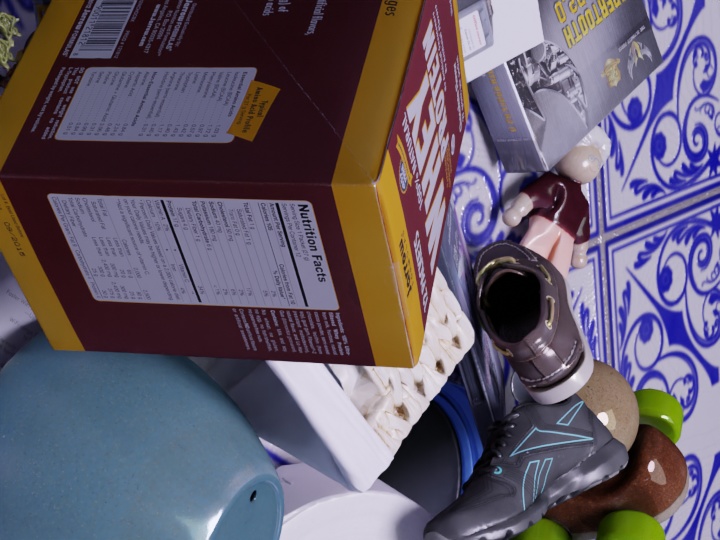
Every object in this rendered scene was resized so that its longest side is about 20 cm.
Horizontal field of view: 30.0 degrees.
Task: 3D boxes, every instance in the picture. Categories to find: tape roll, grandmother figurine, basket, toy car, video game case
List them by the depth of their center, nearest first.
[{"bbox_3d":[-0.044,0.024,0.823,0.123,0.200,0.136,-45,125,-19],"label":"basket"},{"bbox_3d":[-0.029,0.238,0.940,0.202,0.071,0.203,-7,105,-29],"label":"tape roll"},{"bbox_3d":[0.080,0.030,1.039,0.143,0.019,0.201,-78,151,-66],"label":"video game case"},{"bbox_3d":[0.168,0.127,1.096,0.200,0.157,0.165,59,35,-31],"label":"toy car"},{"bbox_3d":[0.169,-0.035,1.163,0.121,0.060,0.201,35,73,-55],"label":"grandmother figurine"}]

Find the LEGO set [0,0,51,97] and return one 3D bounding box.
[{"bbox_3d":[-0.223,-0.123,0.687,0.200,0.115,0.154,-66,154,-56],"label":"LEGO set"}]

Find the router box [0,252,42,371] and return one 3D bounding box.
[{"bbox_3d":[-0.257,0.032,0.721,0.200,0.049,0.180,40,67,-42],"label":"router box"}]

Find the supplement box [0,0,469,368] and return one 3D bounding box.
[{"bbox_3d":[-0.059,-0.070,0.697,0.133,0.199,0.198,77,21,-48],"label":"supplement box"}]

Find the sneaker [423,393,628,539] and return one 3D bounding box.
[{"bbox_3d":[0.107,0.144,0.959,0.200,0.075,0.079,-21,80,-44],"label":"sneaker"}]

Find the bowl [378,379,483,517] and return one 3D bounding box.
[{"bbox_3d":[0.038,0.182,1.065,0.200,0.039,0.201,-9,102,-47],"label":"bowl"}]

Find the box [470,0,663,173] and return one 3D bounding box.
[{"bbox_3d":[0.167,-0.199,1.132,0.200,0.048,0.159,-41,117,-35],"label":"box"}]

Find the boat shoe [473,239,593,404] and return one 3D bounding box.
[{"bbox_3d":[0.120,0.023,1.016,0.072,0.200,0.060,-34,117,11],"label":"boat shoe"}]

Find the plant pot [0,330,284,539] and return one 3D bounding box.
[{"bbox_3d":[-0.124,0.139,0.771,0.200,0.134,0.201,-46,145,-46],"label":"plant pot"}]

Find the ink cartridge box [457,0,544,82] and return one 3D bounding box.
[{"bbox_3d":[0.005,-0.161,0.903,0.200,0.147,0.086,-34,120,-41],"label":"ink cartridge box"}]
